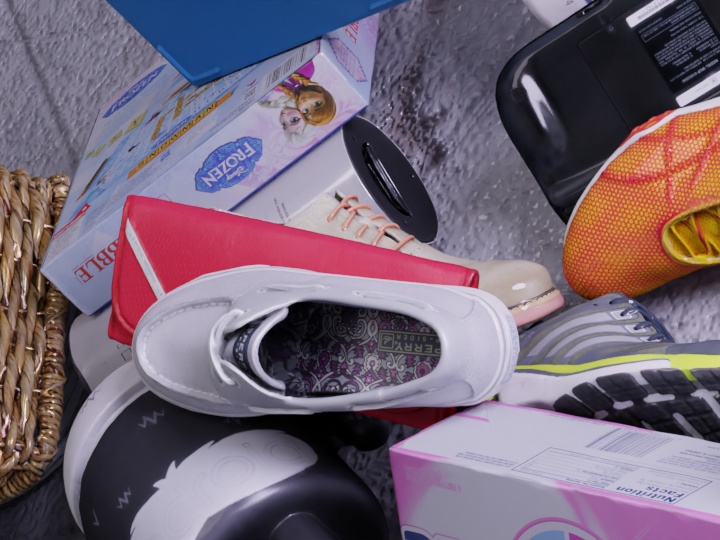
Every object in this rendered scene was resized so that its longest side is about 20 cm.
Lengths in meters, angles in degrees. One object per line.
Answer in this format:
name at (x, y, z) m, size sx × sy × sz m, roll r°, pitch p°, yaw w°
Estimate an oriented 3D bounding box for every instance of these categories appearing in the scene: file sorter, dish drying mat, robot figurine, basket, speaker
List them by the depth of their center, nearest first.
dish drying mat at (-0.037, 0.018, 1.042) m, size 0.199 × 0.018 × 0.077 m, roll 13°, pitch 95°, yaw 34°
robot figurine at (-0.063, 0.121, 1.075) m, size 0.200 × 0.150 × 0.125 m, roll 42°, pitch 138°, yaw 47°
file sorter at (-0.051, -0.202, 1.121) m, size 0.200 × 0.139 × 0.123 m, roll -13°, pitch 39°, yaw 53°
speaker at (-0.057, 0.004, 1.169) m, size 0.200 × 0.081 × 0.081 m, roll -36°, pitch 46°, yaw 22°
basket at (-0.247, 0.048, 1.233) m, size 0.143 × 0.148 × 0.201 m, roll 123°, pitch 151°, yaw -50°

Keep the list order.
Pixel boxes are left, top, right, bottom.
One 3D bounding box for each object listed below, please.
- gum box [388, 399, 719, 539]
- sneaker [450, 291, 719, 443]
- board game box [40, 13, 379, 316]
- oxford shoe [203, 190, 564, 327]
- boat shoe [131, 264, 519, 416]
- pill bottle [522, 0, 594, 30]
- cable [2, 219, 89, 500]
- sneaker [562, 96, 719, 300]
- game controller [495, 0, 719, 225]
gum box at (0.110, 0.128, 0.903) m, size 0.200 × 0.066 × 0.114 m, roll 8°, pitch 113°, yaw 45°
sneaker at (0.118, 0.044, 0.976) m, size 0.200 × 0.074 × 0.081 m, roll -5°, pitch 42°, yaw 50°
board game box at (-0.076, -0.089, 1.218) m, size 0.200 × 0.041 × 0.200 m, roll -35°, pitch 22°, yaw 22°
oxford shoe at (0.000, 0.000, 1.062) m, size 0.199 × 0.071 × 0.074 m, roll -1°, pitch 100°, yaw 25°
boat shoe at (-0.030, 0.035, 0.985) m, size 0.199 × 0.068 × 0.072 m, roll 7°, pitch 91°, yaw 33°
pill bottle at (0.166, -0.196, 1.061) m, size 0.200 × 0.111 × 0.111 m, roll -27°, pitch 50°, yaw 29°
cable at (-0.224, 0.046, 1.308) m, size 0.199 × 0.069 × 0.201 m, roll -18°, pitch 54°, yaw 35°
sneaker at (0.170, -0.039, 0.979) m, size 0.200 × 0.073 × 0.077 m, roll -32°, pitch 27°, yaw 26°
game controller at (0.158, -0.095, 1.027) m, size 0.200 × 0.042 × 0.105 m, roll -32°, pitch 83°, yaw 25°
